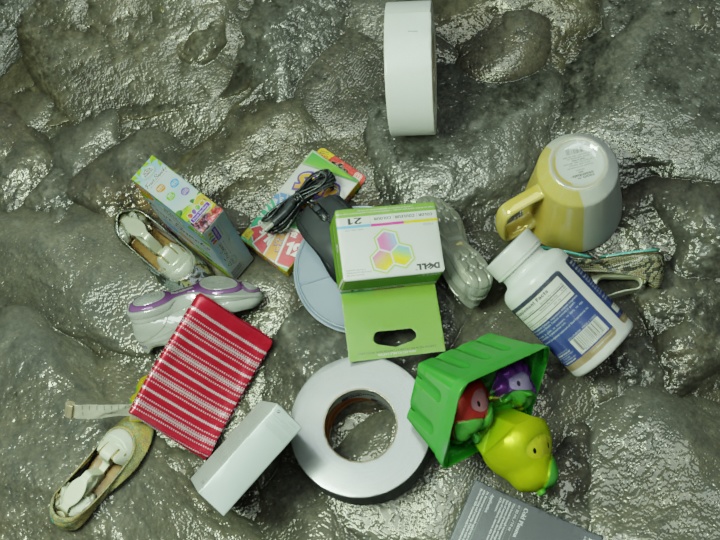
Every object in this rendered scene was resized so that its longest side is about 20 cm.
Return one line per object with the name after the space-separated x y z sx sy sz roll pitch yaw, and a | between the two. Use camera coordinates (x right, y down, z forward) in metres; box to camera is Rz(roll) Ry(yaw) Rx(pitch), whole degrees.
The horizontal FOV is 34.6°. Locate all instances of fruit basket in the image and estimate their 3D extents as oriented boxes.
0.188 0.194 1.537 0.214 0.156 0.216 9 27 -4 | fruit basket

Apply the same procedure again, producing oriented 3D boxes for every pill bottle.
0.272 0.041 1.609 0.111 0.111 0.200 -43 87 -10 | pill bottle

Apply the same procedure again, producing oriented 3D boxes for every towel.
-0.224 0.150 1.653 0.144 0.022 0.201 37 72 -25 | towel

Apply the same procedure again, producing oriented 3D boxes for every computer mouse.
-0.044 -0.054 1.701 0.138 0.053 0.200 -40 72 -10 | computer mouse

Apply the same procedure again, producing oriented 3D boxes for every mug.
0.301 -0.107 1.666 0.149 0.153 0.187 29 75 16 | mug

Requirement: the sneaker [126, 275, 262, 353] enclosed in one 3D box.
-0.241 0.068 1.714 0.199 0.100 0.075 -12 24 -7 | sneaker

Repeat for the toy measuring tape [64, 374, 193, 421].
-0.326 0.181 1.656 0.199 0.074 0.074 1 66 -24 | toy measuring tape

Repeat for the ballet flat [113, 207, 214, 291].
-0.304 -0.028 1.754 0.200 0.072 0.072 38 78 18 | ballet flat

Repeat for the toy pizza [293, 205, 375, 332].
0.000 0.000 1.724 0.199 0.032 0.201 -2 71 5 | toy pizza

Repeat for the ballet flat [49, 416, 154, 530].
-0.369 0.282 1.645 0.071 0.071 0.200 35 77 18 | ballet flat

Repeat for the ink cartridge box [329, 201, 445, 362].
0.044 0.016 1.617 0.147 0.076 0.201 -6 75 -8 | ink cartridge box

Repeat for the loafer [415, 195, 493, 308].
0.129 -0.030 1.703 0.070 0.070 0.201 -6 48 -24 | loafer

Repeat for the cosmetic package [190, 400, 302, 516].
-0.158 0.249 1.560 0.052 0.200 0.151 45 79 -4 | cosmetic package

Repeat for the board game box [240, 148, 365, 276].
-0.086 -0.096 1.777 0.095 0.030 0.200 35 75 17 | board game box

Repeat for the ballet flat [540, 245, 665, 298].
0.339 0.003 1.671 0.199 0.068 0.076 2 85 5 | ballet flat

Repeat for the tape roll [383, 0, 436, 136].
0.077 -0.305 1.742 0.070 0.203 0.204 -1 69 6 | tape roll

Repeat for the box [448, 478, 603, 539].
0.194 0.407 1.508 0.181 0.104 0.201 22 73 16 | box

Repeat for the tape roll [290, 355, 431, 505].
0.003 0.224 1.622 0.199 0.066 0.201 -3 68 6 | tape roll

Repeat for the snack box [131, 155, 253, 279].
-0.243 -0.073 1.692 0.142 0.200 0.053 36 78 17 | snack box
